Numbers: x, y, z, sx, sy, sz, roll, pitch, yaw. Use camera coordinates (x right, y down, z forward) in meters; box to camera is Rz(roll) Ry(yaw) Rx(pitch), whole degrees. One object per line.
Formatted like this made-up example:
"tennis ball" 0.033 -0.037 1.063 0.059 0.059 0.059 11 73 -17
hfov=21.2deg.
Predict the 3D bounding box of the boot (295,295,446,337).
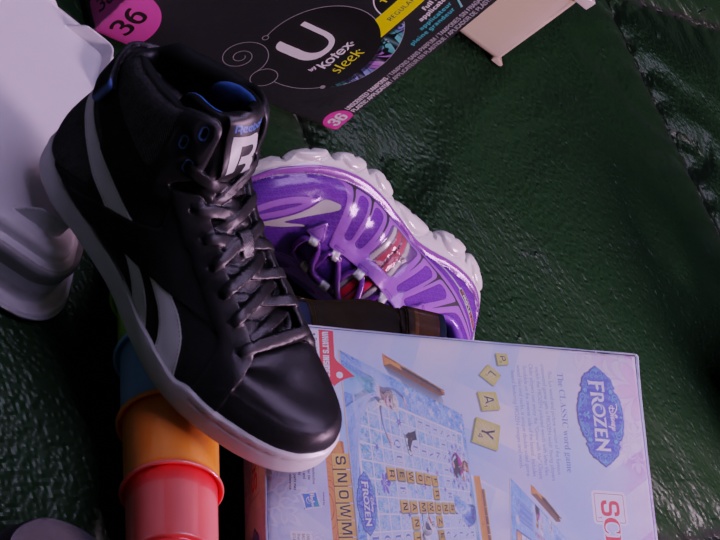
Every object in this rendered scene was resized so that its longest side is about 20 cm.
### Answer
"boot" -0.016 0.099 0.975 0.097 0.075 0.201 16 53 -11

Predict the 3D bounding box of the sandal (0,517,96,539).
"sandal" -0.084 0.186 0.792 0.200 0.043 0.076 58 31 7

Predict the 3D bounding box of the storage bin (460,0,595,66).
"storage bin" 0.061 -0.286 1.411 0.200 0.094 0.199 31 38 -33

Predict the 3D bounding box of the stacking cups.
"stacking cups" -0.093 0.054 0.892 0.060 0.060 0.200 33 36 -31

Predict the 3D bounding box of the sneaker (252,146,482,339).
"sneaker" 0.000 0.000 1.063 0.200 0.081 0.084 30 44 -36

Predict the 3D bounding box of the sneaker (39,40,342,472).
"sneaker" -0.061 -0.014 0.848 0.073 0.112 0.200 -24 70 -47

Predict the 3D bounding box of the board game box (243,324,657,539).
"board game box" 0.045 0.129 0.909 0.199 0.041 0.201 6 63 -17

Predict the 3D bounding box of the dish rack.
"dish rack" -0.186 -0.089 0.927 0.171 0.044 0.200 37 34 -26

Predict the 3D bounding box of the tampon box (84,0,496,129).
"tampon box" -0.047 -0.196 1.118 0.200 0.150 0.127 17 46 -45
